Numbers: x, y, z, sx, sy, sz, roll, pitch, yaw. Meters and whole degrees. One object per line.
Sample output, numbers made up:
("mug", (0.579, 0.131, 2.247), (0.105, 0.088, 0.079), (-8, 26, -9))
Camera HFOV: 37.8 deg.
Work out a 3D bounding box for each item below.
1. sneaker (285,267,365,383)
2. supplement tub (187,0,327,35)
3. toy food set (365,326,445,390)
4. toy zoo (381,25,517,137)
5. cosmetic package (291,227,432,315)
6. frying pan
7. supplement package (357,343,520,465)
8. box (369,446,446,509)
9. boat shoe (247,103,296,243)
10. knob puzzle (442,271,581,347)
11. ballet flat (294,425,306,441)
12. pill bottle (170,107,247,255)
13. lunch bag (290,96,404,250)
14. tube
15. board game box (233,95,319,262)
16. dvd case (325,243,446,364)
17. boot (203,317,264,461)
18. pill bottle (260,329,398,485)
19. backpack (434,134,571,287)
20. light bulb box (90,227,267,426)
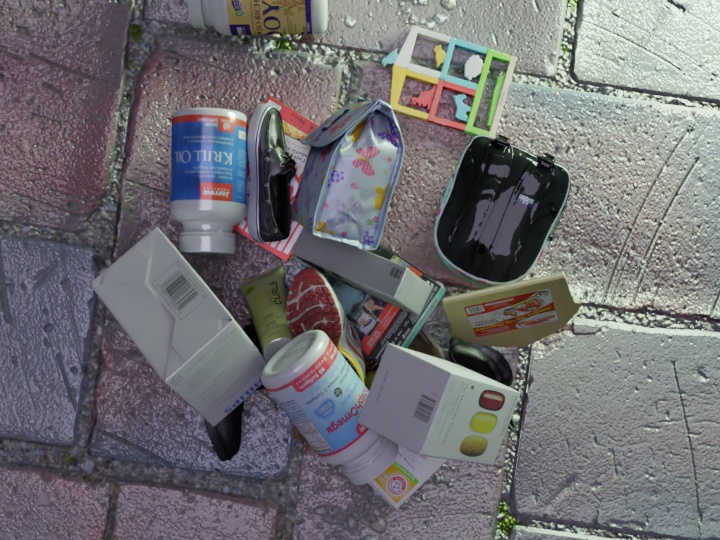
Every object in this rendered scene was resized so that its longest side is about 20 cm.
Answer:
("sneaker", (-0.047, 0.088, 1.479), (0.077, 0.082, 0.202), (-13, 110, 15))
("supplement tub", (-0.148, -0.419, 1.539), (0.197, 0.145, 0.148), (-1, 91, 0))
("toy food set", (0.023, 0.154, 1.543), (0.200, 0.144, 0.060), (-44, 121, 1))
("toy zoo", (0.126, -0.290, 1.605), (0.197, 0.020, 0.133), (16, 91, 0))
("cosmetic package", (0.000, 0.000, 1.513), (0.199, 0.082, 0.051), (23, 85, 36))
("frying pan", (0.197, 0.166, 1.555), (0.191, 0.114, 0.031), (54, 125, 29))
("supplement package", (0.109, 0.180, 1.396), (0.109, 0.199, 0.115), (23, 92, 37))
("box", (0.084, 0.238, 1.563), (0.200, 0.112, 0.101), (-44, 96, -1))
("boat shoe", (-0.123, -0.140, 1.520), (0.065, 0.070, 0.203), (3, 87, 29))
("knob puzzle", (0.223, 0.060, 1.537), (0.216, 0.220, 0.031), (-7, 61, -1))
("ballet flat", (-0.085, 0.152, 1.519), (0.072, 0.068, 0.203), (-14, 75, 21))
("pill bottle", (-0.218, -0.125, 1.513), (0.111, 0.112, 0.203), (0, 87, -1))
("lunch bag", (-0.019, -0.146, 1.485), (0.126, 0.170, 0.202), (17, 97, -17))
("tube", (-0.133, 0.060, 1.534), (0.057, 0.201, 0.052), (12, 119, -22))
("board game box", (-0.123, -0.137, 1.591), (0.150, 0.046, 0.202), (30, 90, -1))
("dvd case", (0.015, 0.037, 1.551), (0.199, 0.022, 0.147), (34, 90, 35))
("boot", (-0.162, 0.172, 1.583), (0.160, 0.073, 0.201), (-14, 87, 0))
("pill bottle", (-0.037, 0.187, 1.415), (0.108, 0.109, 0.201), (-37, 106, 0))
("backpack", (0.198, -0.076, 1.543), (0.176, 0.151, 0.202), (23, 82, 5))
("light bulb box", (-0.244, 0.083, 1.467), (0.124, 0.200, 0.198), (-40, 64, -7))
